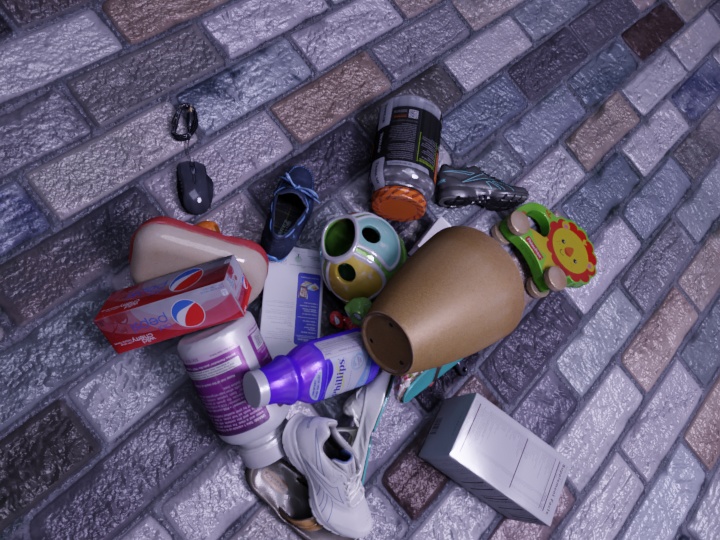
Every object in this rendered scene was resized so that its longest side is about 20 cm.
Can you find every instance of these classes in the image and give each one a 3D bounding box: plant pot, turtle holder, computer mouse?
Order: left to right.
[{"bbox_3d":[-0.275,-0.186,0.910,0.058,0.034,0.202,-6,76,-22],"label":"computer mouse"},{"bbox_3d":[-0.008,-0.004,0.877,0.132,0.140,0.187,43,63,-51],"label":"turtle holder"},{"bbox_3d":[0.100,0.060,0.786,0.199,0.186,0.188,-30,85,-39],"label":"plant pot"}]

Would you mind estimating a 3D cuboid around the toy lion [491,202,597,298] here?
[{"bbox_3d":[0.381,-0.049,1.108,0.191,0.069,0.201,-31,86,-33],"label":"toy lion"}]

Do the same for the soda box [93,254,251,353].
[{"bbox_3d":[-0.254,0.047,0.764,0.198,0.070,0.064,-17,122,11],"label":"soda box"}]

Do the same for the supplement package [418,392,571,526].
[{"bbox_3d":[0.216,0.304,0.900,0.199,0.109,0.114,37,64,-6],"label":"supplement package"}]

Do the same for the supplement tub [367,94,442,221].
[{"bbox_3d":[0.079,-0.199,1.000,0.121,0.122,0.202,16,68,-15],"label":"supplement tub"}]

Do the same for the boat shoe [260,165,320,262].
[{"bbox_3d":[-0.106,-0.103,0.908,0.083,0.069,0.202,15,52,-12],"label":"boat shoe"}]

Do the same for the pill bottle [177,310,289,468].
[{"bbox_3d":[-0.165,0.167,0.780,0.112,0.112,0.202,-27,103,-26],"label":"pill bottle"}]

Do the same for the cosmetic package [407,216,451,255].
[{"bbox_3d":[0.187,0.003,1.017,0.200,0.051,0.083,44,62,-3],"label":"cosmetic package"}]

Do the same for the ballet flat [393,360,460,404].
[{"bbox_3d":[0.099,0.144,0.873,0.064,0.076,0.199,35,34,26],"label":"ballet flat"}]

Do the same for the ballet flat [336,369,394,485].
[{"bbox_3d":[-0.005,0.235,0.839,0.069,0.069,0.202,16,92,-15],"label":"ballet flat"}]

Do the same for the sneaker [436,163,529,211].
[{"bbox_3d":[0.238,-0.164,1.077,0.198,0.075,0.080,2,70,-21],"label":"sneaker"}]

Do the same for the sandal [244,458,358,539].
[{"bbox_3d":[-0.078,0.334,0.808,0.200,0.055,0.082,41,64,-5],"label":"sandal"}]

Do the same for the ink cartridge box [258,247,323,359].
[{"bbox_3d":[-0.112,0.062,0.892,0.098,0.039,0.203,9,69,-18],"label":"ink cartridge box"}]

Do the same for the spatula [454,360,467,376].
[{"bbox_3d":[0.131,0.101,0.981,0.056,0.021,0.201,-33,88,-28],"label":"spatula"}]

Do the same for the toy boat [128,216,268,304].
[{"bbox_3d":[-0.236,-0.025,0.841,0.198,0.131,0.132,17,39,-14],"label":"toy boat"}]

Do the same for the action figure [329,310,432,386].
[{"bbox_3d":[0.021,0.145,0.900,0.199,0.065,0.099,38,55,-6],"label":"action figure"}]

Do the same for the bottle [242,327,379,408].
[{"bbox_3d":[-0.062,0.136,0.759,0.198,0.065,0.084,-10,120,-40],"label":"bottle"}]

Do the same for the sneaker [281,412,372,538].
[{"bbox_3d":[-0.033,0.286,0.762,0.074,0.087,0.201,-43,110,-46],"label":"sneaker"}]
